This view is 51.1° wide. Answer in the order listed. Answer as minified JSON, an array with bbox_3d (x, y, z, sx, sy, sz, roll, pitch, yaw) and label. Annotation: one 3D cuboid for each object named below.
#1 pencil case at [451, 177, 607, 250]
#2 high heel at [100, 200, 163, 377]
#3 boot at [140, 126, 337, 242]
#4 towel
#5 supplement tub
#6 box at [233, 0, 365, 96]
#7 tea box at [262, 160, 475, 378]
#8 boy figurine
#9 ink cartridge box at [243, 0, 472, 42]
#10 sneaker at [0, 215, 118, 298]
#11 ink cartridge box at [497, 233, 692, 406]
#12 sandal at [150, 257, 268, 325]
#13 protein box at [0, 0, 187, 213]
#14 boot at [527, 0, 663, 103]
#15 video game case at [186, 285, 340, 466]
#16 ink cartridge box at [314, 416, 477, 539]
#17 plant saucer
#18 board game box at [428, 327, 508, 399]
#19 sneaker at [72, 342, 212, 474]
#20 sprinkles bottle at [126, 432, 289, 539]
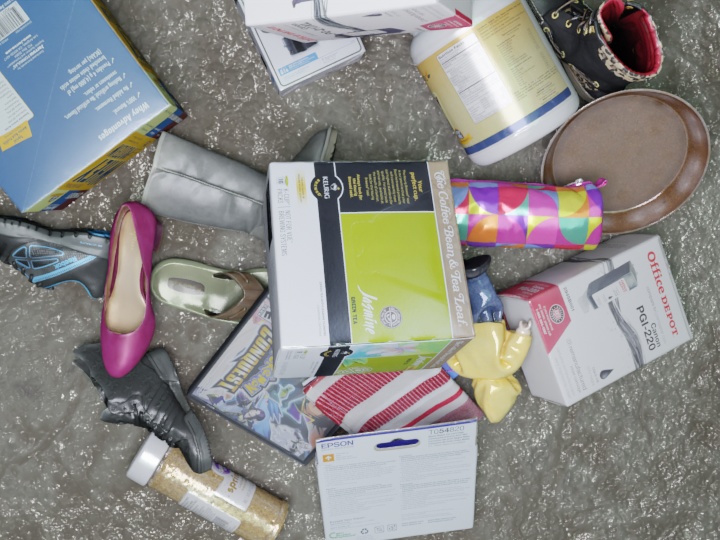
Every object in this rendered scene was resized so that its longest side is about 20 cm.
[{"bbox_3d":[0.190,-0.069,0.901,0.199,0.088,0.089,0,97,0],"label":"pencil case"},{"bbox_3d":[-0.275,0.021,0.862,0.067,0.096,0.201,5,81,6],"label":"high heel"},{"bbox_3d":[-0.144,-0.121,0.905,0.200,0.073,0.182,24,93,-2],"label":"boot"},{"bbox_3d":[0.042,0.161,0.922,0.144,0.023,0.200,-38,120,11],"label":"towel"},{"bbox_3d":[0.147,-0.240,0.873,0.144,0.144,0.200,-32,98,-1],"label":"supplement tub"},{"bbox_3d":[-0.088,-0.322,0.884,0.116,0.060,0.200,-24,98,-2],"label":"box"},{"bbox_3d":[0.000,0.000,0.804,0.196,0.134,0.200,-2,69,-10],"label":"tea box"},{"bbox_3d":[0.151,0.084,0.898,0.124,0.064,0.200,-13,103,32],"label":"boy figurine"},{"bbox_3d":[0.000,-0.287,0.759,0.200,0.145,0.085,1,99,22],"label":"ink cartridge box"},{"bbox_3d":[-0.388,-0.019,0.886,0.200,0.073,0.082,11,95,-6],"label":"sneaker"},{"bbox_3d":[0.291,0.057,0.933,0.200,0.085,0.146,-25,99,-17],"label":"ink cartridge box"},{"bbox_3d":[-0.160,0.032,0.920,0.200,0.057,0.080,7,94,-5],"label":"sandal"},{"bbox_3d":[-0.340,-0.202,0.837,0.198,0.135,0.200,-37,98,-1],"label":"protein box"},{"bbox_3d":[0.262,-0.288,0.875,0.073,0.151,0.200,-33,98,-1],"label":"boot"},{"bbox_3d":[-0.082,0.126,0.922,0.181,0.026,0.200,35,107,-15],"label":"video game case"},{"bbox_3d":[0.045,0.255,0.937,0.199,0.041,0.200,-6,124,-5],"label":"ink cartridge box"},{"bbox_3d":[0.319,-0.135,0.920,0.200,0.035,0.201,1,128,1],"label":"plant saucer"},{"bbox_3d":[0.074,0.041,0.950,0.134,0.045,0.200,-38,99,0],"label":"board game box"},{"bbox_3d":[-0.260,0.166,0.897,0.104,0.060,0.200,-19,67,-27],"label":"sneaker"},{"bbox_3d":[-0.189,0.274,0.942,0.200,0.068,0.068,32,93,-9],"label":"sprinkles bottle"}]
